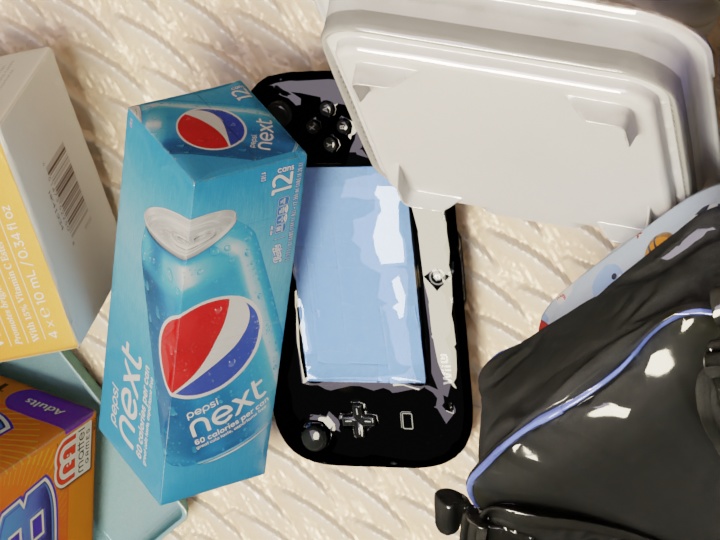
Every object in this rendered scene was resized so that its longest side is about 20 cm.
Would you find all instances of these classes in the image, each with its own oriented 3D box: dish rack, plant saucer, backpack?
[{"bbox_3d":[0.068,-0.063,1.239,0.171,0.200,0.044,9,73,13],"label":"dish rack"},{"bbox_3d":[-0.169,0.066,1.524,0.070,0.019,0.200,-41,87,33],"label":"plant saucer"},{"bbox_3d":[0.163,0.073,1.251,0.190,0.154,0.200,38,132,-18],"label":"backpack"}]

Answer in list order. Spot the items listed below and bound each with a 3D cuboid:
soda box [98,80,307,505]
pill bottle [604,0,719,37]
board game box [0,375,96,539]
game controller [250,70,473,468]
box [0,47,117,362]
[{"bbox_3d":[-0.078,0.013,1.391,0.068,0.064,0.201,48,142,40],"label":"soda box"},{"bbox_3d":[0.145,-0.187,1.198,0.114,0.114,0.200,38,121,12],"label":"pill bottle"},{"bbox_3d":[-0.276,0.168,1.499,0.199,0.200,0.201,18,119,26],"label":"board game box"},{"bbox_3d":[0.000,0.000,1.391,0.104,0.042,0.201,3,110,28],"label":"game controller"},{"bbox_3d":[-0.237,-0.020,1.444,0.199,0.098,0.125,-11,116,18],"label":"box"}]
